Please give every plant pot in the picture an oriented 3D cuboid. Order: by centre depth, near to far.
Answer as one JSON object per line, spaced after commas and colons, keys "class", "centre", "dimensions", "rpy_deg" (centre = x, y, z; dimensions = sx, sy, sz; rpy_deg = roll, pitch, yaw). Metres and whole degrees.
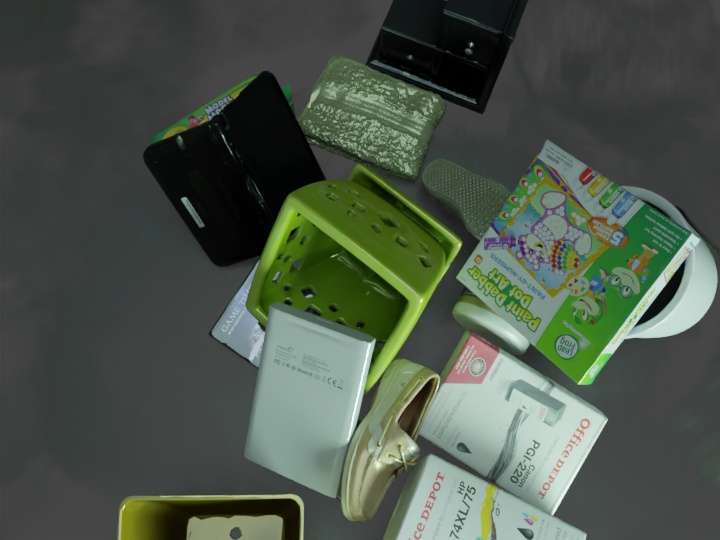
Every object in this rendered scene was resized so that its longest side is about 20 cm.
{"class": "plant pot", "centre": [-0.158, 0.359, 0.780], "dimensions": [0.196, 0.177, 0.204], "rpy_deg": [0, 76, -1]}
{"class": "plant pot", "centre": [0.000, 0.000, 0.850], "dimensions": [0.199, 0.200, 0.181], "rpy_deg": [37, 41, 9]}

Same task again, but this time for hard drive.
{"class": "hard drive", "centre": [-0.064, 0.153, 0.800], "dimensions": [0.130, 0.026, 0.204], "rpy_deg": [18, 108, 18]}

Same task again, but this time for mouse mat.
{"class": "mouse mat", "centre": [0.492, -0.009, 0.905], "dimensions": [0.008, 0.160, 0.201], "rpy_deg": [-42, 80, 22]}

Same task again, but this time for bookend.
{"class": "bookend", "centre": [0.115, -0.337, 0.945], "dimensions": [0.196, 0.200, 0.093], "rpy_deg": [22, 76, 3]}

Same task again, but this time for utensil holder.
{"class": "utensil holder", "centre": [0.344, 0.001, 0.840], "dimensions": [0.168, 0.198, 0.174], "rpy_deg": [-6, 80, 37]}

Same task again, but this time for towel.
{"class": "towel", "centre": [0.016, -0.227, 0.999], "dimensions": [0.197, 0.037, 0.151], "rpy_deg": [23, 78, 4]}

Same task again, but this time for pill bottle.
{"class": "pill bottle", "centre": [0.216, 0.001, 0.910], "dimensions": [0.110, 0.111, 0.202], "rpy_deg": [31, 78, 6]}

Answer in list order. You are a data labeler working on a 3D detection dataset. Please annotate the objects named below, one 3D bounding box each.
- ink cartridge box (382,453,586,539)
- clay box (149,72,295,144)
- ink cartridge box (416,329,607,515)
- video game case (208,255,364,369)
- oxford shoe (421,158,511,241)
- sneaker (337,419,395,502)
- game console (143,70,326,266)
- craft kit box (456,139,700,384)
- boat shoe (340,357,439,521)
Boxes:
{"class": "ink cartridge box", "centre": [0.129, 0.336, 0.799], "dimensions": [0.197, 0.146, 0.148], "rpy_deg": [25, 68, 5]}
{"class": "clay box", "centre": [-0.185, -0.194, 0.946], "dimensions": [0.199, 0.115, 0.048], "rpy_deg": [-36, 78, -10]}
{"class": "ink cartridge box", "centre": [0.187, 0.191, 0.864], "dimensions": [0.198, 0.085, 0.147], "rpy_deg": [31, 92, 5]}
{"class": "video game case", "centre": [-0.088, 0.083, 0.930], "dimensions": [0.198, 0.019, 0.144], "rpy_deg": [32, 78, 7]}
{"class": "oxford shoe", "centre": [0.158, -0.087, 0.918], "dimensions": [0.075, 0.058, 0.200], "rpy_deg": [-46, 47, 1]}
{"class": "sneaker", "centre": [-0.032, 0.206, 0.866], "dimensions": [0.088, 0.074, 0.201], "rpy_deg": [-41, 89, 10]}
{"class": "game console", "centre": [-0.160, -0.131, 0.915], "dimensions": [0.173, 0.202, 0.117], "rpy_deg": [-17, 36, 16]}
{"class": "craft kit box", "centre": [0.237, -0.012, 0.773], "dimensions": [0.200, 0.048, 0.199], "rpy_deg": [43, 112, 33]}
{"class": "boat shoe", "centre": [0.039, 0.199, 0.799], "dimensions": [0.068, 0.074, 0.203], "rpy_deg": [6, 63, 35]}
